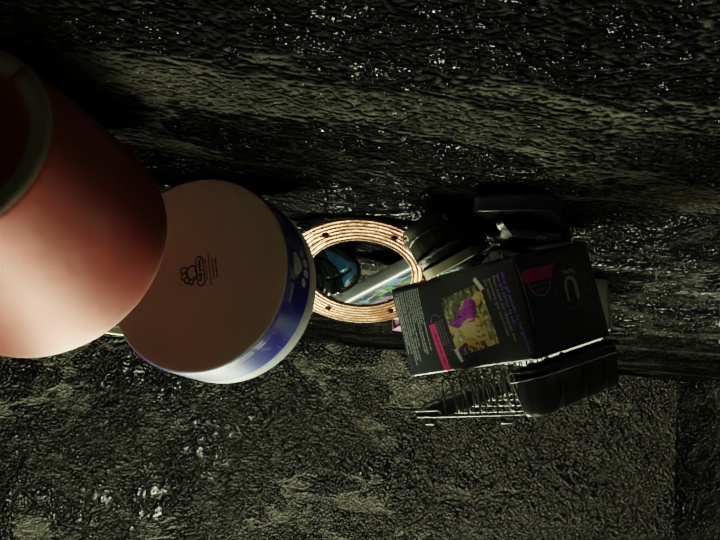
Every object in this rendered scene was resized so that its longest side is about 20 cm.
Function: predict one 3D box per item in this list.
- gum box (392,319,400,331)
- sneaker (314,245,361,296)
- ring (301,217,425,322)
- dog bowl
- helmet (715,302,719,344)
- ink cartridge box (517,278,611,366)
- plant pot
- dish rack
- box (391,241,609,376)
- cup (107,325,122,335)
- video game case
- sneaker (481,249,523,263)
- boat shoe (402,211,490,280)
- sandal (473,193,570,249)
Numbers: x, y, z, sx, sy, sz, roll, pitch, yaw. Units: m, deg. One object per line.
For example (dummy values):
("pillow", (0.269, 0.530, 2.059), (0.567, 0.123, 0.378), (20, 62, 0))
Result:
("gum box", (0.132, 0.073, 1.411), (0.113, 0.067, 0.200), (5, 170, -8))
("sneaker", (-0.038, -0.004, 1.098), (0.081, 0.074, 0.200), (-11, -178, -24))
("ring", (0.000, 0.000, 0.968), (0.199, 0.019, 0.201), (3, 140, 2))
("dog bowl", (-0.151, 0.011, 0.795), (0.199, 0.202, 0.079), (2, 167, 17))
("helmet", (0.446, 0.048, 0.740), (0.199, 0.192, 0.200), (-29, -171, 5))
("ink cartridge box", (0.289, 0.083, 1.210), (0.144, 0.085, 0.200), (4, 156, 1))
("plant pot", (-0.258, -0.052, 0.558), (0.199, 0.202, 0.177), (5, 161, 2))
("dish rack", (0.159, 0.121, 0.822), (0.153, 0.055, 0.199), (-9, 176, -39))
("box", (0.146, 0.045, 0.848), (0.122, 0.107, 0.199), (-11, 176, -37))
("cup", (-0.286, 0.019, 1.078), (0.199, 0.144, 0.200), (4, 170, 1))
("video game case", (0.088, 0.027, 1.135), (0.181, 0.023, 0.200), (12, 151, -40))
("sneaker", (0.189, 0.036, 1.061), (0.086, 0.078, 0.200), (-4, 160, -23))
("boat shoe", (0.096, -0.032, 0.853), (0.073, 0.063, 0.201), (-30, 174, 14))
("sandal", (0.175, -0.040, 0.794), (0.076, 0.043, 0.200), (-1, 169, 31))
